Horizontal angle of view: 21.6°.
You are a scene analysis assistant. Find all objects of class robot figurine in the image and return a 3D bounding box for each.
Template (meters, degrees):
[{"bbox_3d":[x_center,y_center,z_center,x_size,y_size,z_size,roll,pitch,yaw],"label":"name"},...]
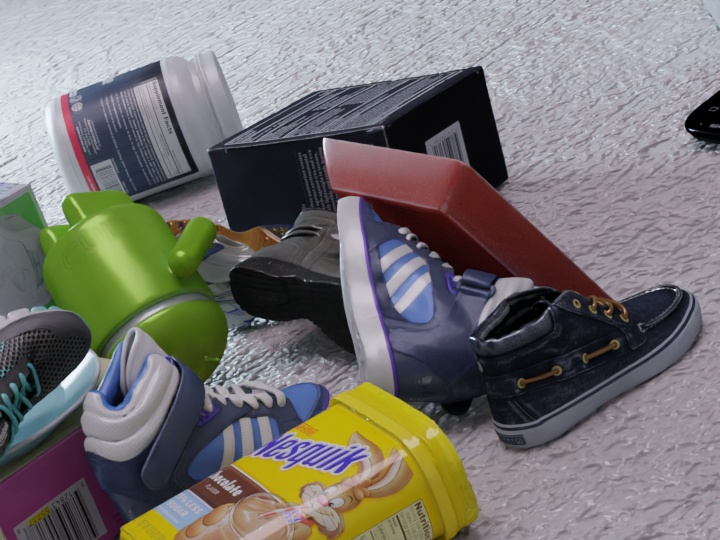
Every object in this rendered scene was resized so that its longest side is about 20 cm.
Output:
[{"bbox_3d":[-0.188,0.026,1.574,0.116,0.200,0.175,-4,-39,-50],"label":"robot figurine"}]

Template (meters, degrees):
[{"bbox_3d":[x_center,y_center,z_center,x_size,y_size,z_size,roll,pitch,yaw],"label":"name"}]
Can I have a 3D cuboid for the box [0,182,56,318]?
[{"bbox_3d":[-0.337,0.027,1.671,0.176,0.200,0.097,4,31,47],"label":"box"}]

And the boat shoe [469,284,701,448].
[{"bbox_3d":[0.166,0.041,1.355,0.200,0.091,0.071,-33,25,-30],"label":"boat shoe"}]

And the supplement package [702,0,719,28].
[{"bbox_3d":[0.418,-0.326,1.979,0.121,0.120,0.200,-18,21,7],"label":"supplement package"}]

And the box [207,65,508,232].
[{"bbox_3d":[0.001,-0.099,1.768,0.198,0.123,0.200,-4,19,34],"label":"box"}]

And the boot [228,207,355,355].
[{"bbox_3d":[0.000,0.000,1.569,0.200,0.068,0.131,19,41,31],"label":"boot"}]

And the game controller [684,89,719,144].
[{"bbox_3d":[0.379,-0.139,1.673,0.104,0.042,0.200,-29,23,-23],"label":"game controller"}]

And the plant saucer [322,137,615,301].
[{"bbox_3d":[0.077,-0.026,1.495,0.200,0.200,0.037,15,68,55],"label":"plant saucer"}]

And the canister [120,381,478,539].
[{"bbox_3d":[-0.044,0.167,1.244,0.200,0.087,0.149,-29,23,-18],"label":"canister"}]

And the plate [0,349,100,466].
[{"bbox_3d":[-0.283,0.113,1.396,0.200,0.026,0.200,-17,21,7],"label":"plate"}]

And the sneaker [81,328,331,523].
[{"bbox_3d":[-0.112,0.094,1.368,0.200,0.146,0.081,-35,25,-32],"label":"sneaker"}]

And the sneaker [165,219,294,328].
[{"bbox_3d":[-0.094,0.009,1.683,0.200,0.088,0.075,8,31,3],"label":"sneaker"}]

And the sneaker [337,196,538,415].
[{"bbox_3d":[0.063,0.017,1.430,0.146,0.081,0.200,-8,47,-5],"label":"sneaker"}]

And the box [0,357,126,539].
[{"bbox_3d":[-0.258,0.149,1.453,0.200,0.097,0.176,6,33,46],"label":"box"}]

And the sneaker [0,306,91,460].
[{"bbox_3d":[-0.260,0.099,1.305,0.200,0.078,0.091,-35,42,-26],"label":"sneaker"}]

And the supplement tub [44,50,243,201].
[{"bbox_3d":[-0.238,-0.155,2.102,0.200,0.140,0.140,-19,21,1],"label":"supplement tub"}]
